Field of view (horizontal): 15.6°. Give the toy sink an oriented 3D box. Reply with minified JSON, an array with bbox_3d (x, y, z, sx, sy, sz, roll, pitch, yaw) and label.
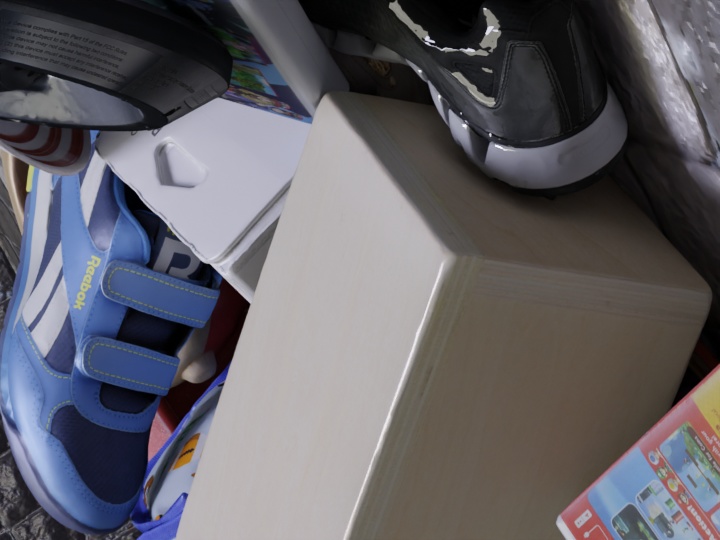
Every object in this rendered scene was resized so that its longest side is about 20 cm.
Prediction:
[{"bbox_3d":[0.027,0.058,0.939,0.130,0.112,0.201,55,131,56],"label":"toy sink"}]

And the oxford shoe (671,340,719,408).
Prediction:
[{"bbox_3d":[0.114,0.073,0.949,0.071,0.072,0.200,59,169,-16],"label":"oxford shoe"}]

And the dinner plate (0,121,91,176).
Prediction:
[{"bbox_3d":[-0.181,-0.117,1.083,0.200,0.024,0.200,50,-166,-17],"label":"dinner plate"}]

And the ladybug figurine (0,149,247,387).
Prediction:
[{"bbox_3d":[-0.111,-0.031,1.286,0.136,0.072,0.200,-50,59,48],"label":"ladybug figurine"}]

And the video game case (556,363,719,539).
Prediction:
[{"bbox_3d":[0.147,0.088,0.785,0.143,0.017,0.200,56,142,13],"label":"video game case"}]

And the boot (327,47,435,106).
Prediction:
[{"bbox_3d":[-0.054,-0.148,1.109,0.186,0.064,0.200,50,177,-29],"label":"boot"}]

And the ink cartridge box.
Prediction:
[{"bbox_3d":[0.000,0.000,1.084,0.200,0.085,0.146,42,180,-36],"label":"ink cartridge box"}]

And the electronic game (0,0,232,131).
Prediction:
[{"bbox_3d":[-0.141,-0.083,0.874,0.200,0.199,0.042,169,112,-78],"label":"electronic game"}]

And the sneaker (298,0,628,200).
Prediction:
[{"bbox_3d":[0.019,-0.109,0.918,0.200,0.066,0.091,43,158,41],"label":"sneaker"}]

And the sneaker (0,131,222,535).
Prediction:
[{"bbox_3d":[-0.106,0.015,1.158,0.074,0.082,0.201,17,-109,-49],"label":"sneaker"}]

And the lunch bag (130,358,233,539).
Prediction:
[{"bbox_3d":[-0.012,0.127,1.158,0.170,0.124,0.200,38,178,-9],"label":"lunch bag"}]

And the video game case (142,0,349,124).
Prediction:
[{"bbox_3d":[-0.104,-0.103,0.899,0.182,0.023,0.200,17,173,10],"label":"video game case"}]

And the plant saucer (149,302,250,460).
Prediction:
[{"bbox_3d":[-0.029,0.082,1.340,0.200,0.199,0.037,54,141,21],"label":"plant saucer"}]
